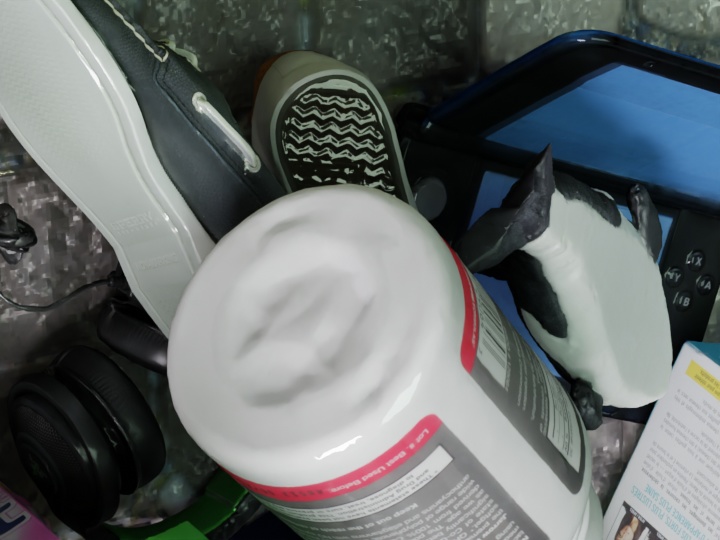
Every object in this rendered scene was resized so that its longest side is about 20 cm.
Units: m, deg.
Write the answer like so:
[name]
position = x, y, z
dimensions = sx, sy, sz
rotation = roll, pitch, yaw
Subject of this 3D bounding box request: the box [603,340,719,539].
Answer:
[box]
position = 0.152, 0.140, 1.082
dimensions = 0.049, 0.082, 0.201
rotation = 6, 115, -39

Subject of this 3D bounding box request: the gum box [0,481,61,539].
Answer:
[gum box]
position = -0.191, 0.162, 0.893
dimensions = 0.199, 0.113, 0.066
rotation = -35, 118, -17

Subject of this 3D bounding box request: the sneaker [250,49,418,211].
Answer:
[sneaker]
position = 0.000, 0.000, 0.973
dimensions = 0.072, 0.085, 0.202
rotation = -16, 112, -11

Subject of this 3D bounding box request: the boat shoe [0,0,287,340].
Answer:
[boat shoe]
position = -0.078, -0.049, 0.871
dimensions = 0.060, 0.075, 0.201
rotation = -48, 122, -33

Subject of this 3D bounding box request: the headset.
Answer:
[headset]
position = -0.101, 0.036, 0.950
dimensions = 0.124, 0.094, 0.200
rotation = -51, 138, -14

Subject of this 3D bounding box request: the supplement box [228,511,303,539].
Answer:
[supplement box]
position = 0.032, 0.192, 1.037
dimensions = 0.108, 0.109, 0.201
rotation = -33, 119, -18

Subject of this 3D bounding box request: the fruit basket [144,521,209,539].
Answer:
[fruit basket]
position = -0.115, 0.156, 0.783
dimensions = 0.215, 0.215, 0.156
rotation = 25, 91, -33

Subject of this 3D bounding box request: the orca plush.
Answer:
[orca plush]
position = 0.069, 0.008, 0.955
dimensions = 0.200, 0.071, 0.106
rotation = 17, 81, -64

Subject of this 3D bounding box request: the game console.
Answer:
[game console]
position = 0.115, -0.012, 1.021
dimensions = 0.199, 0.118, 0.172
rotation = 12, 98, -32

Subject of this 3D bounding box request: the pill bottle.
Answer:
[pill bottle]
position = 0.020, 0.062, 0.861
dimensions = 0.111, 0.110, 0.200
rotation = -51, 142, -8
